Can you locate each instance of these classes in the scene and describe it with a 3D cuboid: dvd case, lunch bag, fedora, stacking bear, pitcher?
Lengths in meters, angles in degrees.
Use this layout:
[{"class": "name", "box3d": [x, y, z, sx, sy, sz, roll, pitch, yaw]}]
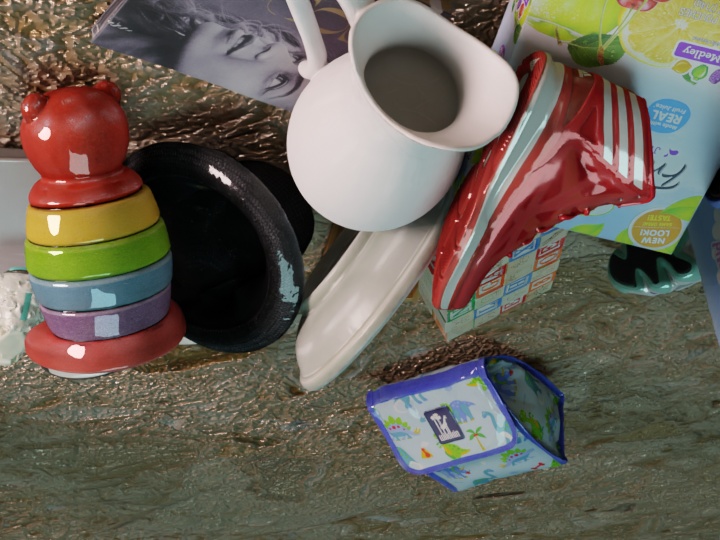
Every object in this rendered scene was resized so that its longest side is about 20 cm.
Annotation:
[{"class": "dvd case", "box3d": [-0.060, -0.169, 0.810, 0.200, 0.016, 0.149, 13, 146, -36]}, {"class": "lunch bag", "box3d": [0.130, 0.175, 1.427, 0.170, 0.128, 0.200, -21, 137, 30]}, {"class": "fedora", "box3d": [-0.106, -0.030, 0.954, 0.092, 0.201, 0.201, -35, 178, -44]}, {"class": "stacking bear", "box3d": [-0.197, -0.036, 0.872, 0.121, 0.200, 0.114, -15, -160, -25]}, {"class": "pitcher", "box3d": [0.002, -0.117, 0.793, 0.121, 0.172, 0.200, -41, 178, -19]}]

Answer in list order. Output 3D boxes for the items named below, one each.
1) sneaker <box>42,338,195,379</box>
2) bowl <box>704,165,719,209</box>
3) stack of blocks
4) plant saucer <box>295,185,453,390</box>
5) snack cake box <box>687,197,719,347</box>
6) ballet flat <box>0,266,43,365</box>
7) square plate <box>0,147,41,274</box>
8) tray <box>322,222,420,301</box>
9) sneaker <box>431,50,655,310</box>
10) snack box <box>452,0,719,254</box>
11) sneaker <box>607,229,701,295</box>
[{"class": "sneaker", "box3d": [-0.224, 0.031, 1.120, 0.200, 0.076, 0.115, -16, 144, 0]}, {"class": "bowl", "box3d": [0.285, -0.126, 0.793, 0.039, 0.201, 0.201, 19, 151, 0]}, {"class": "stack of blocks", "box3d": [0.114, -0.015, 1.046, 0.115, 0.059, 0.200, -25, 161, -7]}, {"class": "plant saucer", "box3d": [0.000, 0.000, 0.929, 0.050, 0.200, 0.200, 36, 140, -9]}, {"class": "snack cake box", "box3d": [0.329, -0.040, 0.954, 0.115, 0.200, 0.067, 1, 151, -17]}, {"class": "ballet flat", "box3d": [-0.326, 0.052, 1.084, 0.072, 0.072, 0.200, 5, 163, -22]}, {"class": "square plate", "box3d": [-0.318, -0.049, 0.967, 0.200, 0.028, 0.198, 3, 152, -18]}, {"class": "tray", "box3d": [0.023, -0.030, 1.081, 0.099, 0.037, 0.200, -1, 152, -11]}, {"class": "sneaker", "box3d": [0.126, -0.037, 0.781, 0.115, 0.078, 0.200, 18, 130, -7]}, {"class": "snack box", "box3d": [0.170, -0.119, 0.803, 0.169, 0.068, 0.200, 12, 131, -7]}, {"class": "sneaker", "box3d": [0.353, -0.011, 1.153, 0.200, 0.078, 0.140, -23, 149, 28]}]
